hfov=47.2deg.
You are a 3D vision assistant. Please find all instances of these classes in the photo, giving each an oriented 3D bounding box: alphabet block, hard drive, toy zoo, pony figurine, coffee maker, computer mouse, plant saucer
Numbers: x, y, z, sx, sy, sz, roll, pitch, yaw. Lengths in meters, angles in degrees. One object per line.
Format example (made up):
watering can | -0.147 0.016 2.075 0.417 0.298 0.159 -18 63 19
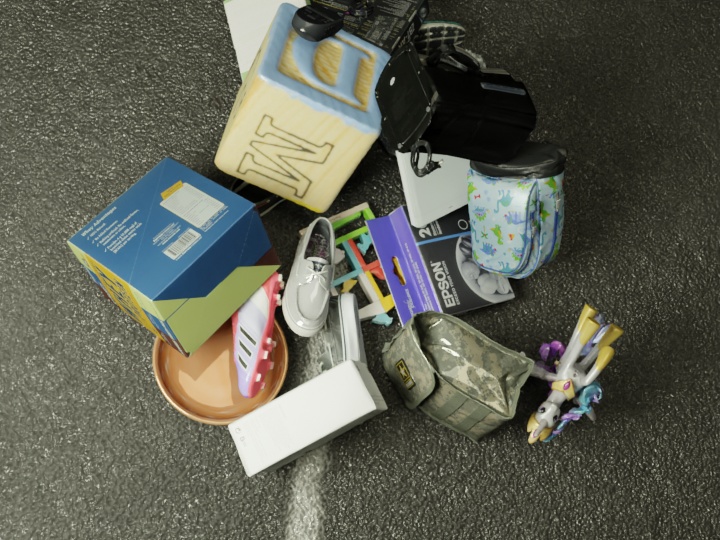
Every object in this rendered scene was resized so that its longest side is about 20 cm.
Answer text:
alphabet block | -0.085 -0.244 1.257 0.195 0.200 0.196 24 47 -15
hard drive | 0.119 -0.184 1.292 0.131 0.026 0.201 -27 122 -21
toy zoo | 0.000 0.000 1.334 0.130 0.020 0.201 -25 77 -20
pony figurine | 0.310 0.154 1.239 0.166 0.193 0.201 31 104 7
coffee maker | 0.139 -0.210 1.171 0.199 0.134 0.194 3 79 -33
computer mouse | -0.038 -0.375 1.230 0.058 0.034 0.200 33 39 17
plant saucer | -0.208 0.132 1.231 0.198 0.037 0.202 4 69 -11

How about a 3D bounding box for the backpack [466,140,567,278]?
backpack | 0.243 -0.089 1.298 0.162 0.201 0.154 17 47 39

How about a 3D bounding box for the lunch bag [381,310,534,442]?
lunch bag | 0.130 0.153 1.226 0.199 0.164 0.118 30 63 1

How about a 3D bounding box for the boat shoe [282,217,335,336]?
boat shoe | -0.069 0.004 1.241 0.071 0.069 0.201 18 49 -6

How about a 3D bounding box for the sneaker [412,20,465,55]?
sneaker | 0.095 -0.442 1.496 0.198 0.078 0.080 1 61 -12

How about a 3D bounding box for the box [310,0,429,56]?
box | -0.003 -0.434 1.436 0.199 0.044 0.161 24 73 21

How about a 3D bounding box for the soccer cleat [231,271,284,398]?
soccer cleat | -0.162 0.088 1.208 0.076 0.067 0.202 6 67 6

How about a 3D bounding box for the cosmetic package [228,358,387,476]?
cosmetic package | -0.070 0.205 1.156 0.199 0.113 0.082 -28 77 7

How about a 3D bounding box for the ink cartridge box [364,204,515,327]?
ink cartridge box | 0.130 -0.019 1.345 0.199 0.043 0.200 -13 73 -24

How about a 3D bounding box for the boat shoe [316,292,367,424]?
boat shoe | -0.030 0.136 1.258 0.070 0.072 0.202 -8 74 11

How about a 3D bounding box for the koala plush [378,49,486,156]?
koala plush | 0.121 -0.278 1.368 0.177 0.200 0.185 -28 78 -21

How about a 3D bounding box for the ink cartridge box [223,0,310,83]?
ink cartridge box | -0.145 -0.396 1.407 0.144 0.048 0.202 -18 74 11

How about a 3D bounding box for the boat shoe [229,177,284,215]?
boat shoe | -0.137 -0.153 1.338 0.074 0.063 0.201 41 61 8

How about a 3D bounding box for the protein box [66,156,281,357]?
protein box | -0.263 -0.024 1.181 0.199 0.135 0.199 28 63 33
